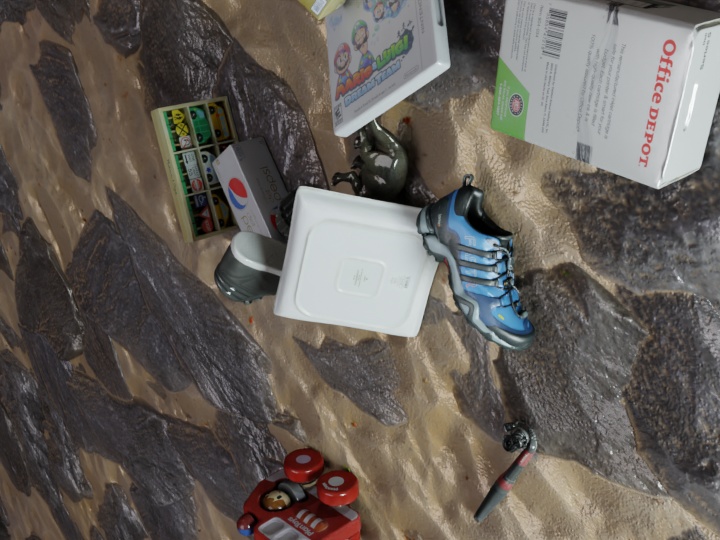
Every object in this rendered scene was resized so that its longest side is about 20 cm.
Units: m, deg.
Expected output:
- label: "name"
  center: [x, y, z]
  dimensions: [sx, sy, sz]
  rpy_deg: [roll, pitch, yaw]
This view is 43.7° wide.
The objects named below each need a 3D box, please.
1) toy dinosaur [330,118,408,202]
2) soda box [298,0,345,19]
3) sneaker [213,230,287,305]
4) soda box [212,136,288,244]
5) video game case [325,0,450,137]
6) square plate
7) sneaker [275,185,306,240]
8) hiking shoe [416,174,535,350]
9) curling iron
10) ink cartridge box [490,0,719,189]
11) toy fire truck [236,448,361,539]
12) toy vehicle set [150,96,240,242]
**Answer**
- label: "toy dinosaur"
  center: [0.025, -0.128, 1.133]
  dimensions: [0.102, 0.077, 0.201]
  rpy_deg: [33, 125, 18]
- label: "soda box"
  center: [-0.004, -0.382, 1.005]
  dimensions: [0.064, 0.068, 0.200]
  rpy_deg: [43, 126, -2]
- label: "sneaker"
  center: [-0.116, 0.015, 1.262]
  dimensions: [0.099, 0.199, 0.071]
  rpy_deg: [-37, 40, 41]
- label: "soda box"
  center: [-0.145, -0.091, 1.334]
  dimensions: [0.068, 0.063, 0.202]
  rpy_deg: [-29, 83, 50]
- label: "video game case"
  center: [0.024, -0.276, 1.041]
  dimensions: [0.199, 0.024, 0.184]
  rpy_deg: [-24, 65, 51]
- label: "square plate"
  center: [0.000, 0.000, 1.131]
  dimensions: [0.029, 0.196, 0.201]
  rpy_deg: [-89, 11, -54]
- label: "sneaker"
  center: [-0.056, -0.043, 1.242]
  dimensions: [0.075, 0.079, 0.200]
  rpy_deg: [-42, 44, 6]
- label: "hiking shoe"
  center: [0.144, -0.002, 1.022]
  dimensions: [0.087, 0.074, 0.201]
  rpy_deg: [-36, 86, 36]
- label: "curling iron"
  center: [0.182, 0.261, 1.145]
  dimensions: [0.050, 0.025, 0.201]
  rpy_deg: [-117, 30, -42]
- label: "ink cartridge box"
  center: [0.231, -0.182, 0.848]
  dimensions: [0.199, 0.084, 0.147]
  rpy_deg: [29, 127, 39]
- label: "toy fire truck"
  center: [-0.100, 0.379, 1.403]
  dimensions: [0.199, 0.167, 0.113]
  rpy_deg: [21, 121, 42]
- label: "toy vehicle set"
  center: [-0.233, -0.154, 1.360]
  dimensions: [0.026, 0.124, 0.202]
  rpy_deg: [-3, 104, 49]
